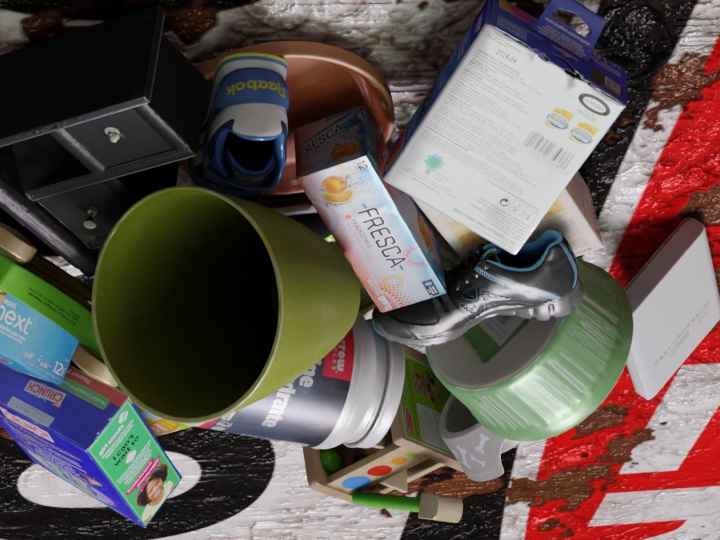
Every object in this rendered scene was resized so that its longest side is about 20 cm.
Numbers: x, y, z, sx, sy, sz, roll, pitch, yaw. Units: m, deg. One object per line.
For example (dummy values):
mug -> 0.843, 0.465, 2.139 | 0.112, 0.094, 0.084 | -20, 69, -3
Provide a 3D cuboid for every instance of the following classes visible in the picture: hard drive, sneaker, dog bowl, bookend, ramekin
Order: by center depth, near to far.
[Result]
bookend -> -0.197, -0.099, 1.405 | 0.198, 0.092, 0.200 | -12, 145, 25
sneaker -> -0.102, -0.094, 1.433 | 0.074, 0.082, 0.200 | -2, 150, -12
sneaker -> -0.080, -0.025, 1.581 | 0.199, 0.083, 0.072 | -2, 180, -19
sneaker -> 0.104, 0.011, 1.600 | 0.199, 0.073, 0.082 | -14, 131, 3
ramekin -> 0.160, 0.059, 1.704 | 0.200, 0.200, 0.098 | -27, 136, 27
hard drive -> 0.323, 0.044, 1.804 | 0.132, 0.026, 0.200 | -48, 149, -10
dog bowl -> 0.163, 0.129, 1.827 | 0.059, 0.200, 0.200 | 43, 129, -12

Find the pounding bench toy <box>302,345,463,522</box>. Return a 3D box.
pounding bench toy -> 0.023, 0.209, 1.898 | 0.156, 0.201, 0.124 | -30, 143, 30

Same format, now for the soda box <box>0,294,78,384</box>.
soda box -> -0.356, 0.039, 1.635 | 0.064, 0.068, 0.200 | 12, 164, 37

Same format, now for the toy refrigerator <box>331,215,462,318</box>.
toy refrigerator -> 0.000, 0.000, 1.680 | 0.200, 0.070, 0.076 | -30, 142, 30

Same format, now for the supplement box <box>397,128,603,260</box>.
supplement box -> 0.132, -0.074, 1.590 | 0.126, 0.074, 0.200 | -19, 147, 16

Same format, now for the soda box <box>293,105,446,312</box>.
soda box -> 0.010, -0.051, 1.517 | 0.068, 0.064, 0.200 | -17, 138, 14

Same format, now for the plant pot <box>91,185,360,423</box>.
plant pot -> -0.090, 0.026, 1.441 | 0.187, 0.188, 0.200 | -28, 167, 28

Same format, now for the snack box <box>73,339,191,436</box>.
snack box -> -0.181, 0.087, 1.777 | 0.168, 0.068, 0.200 | -15, 146, 10

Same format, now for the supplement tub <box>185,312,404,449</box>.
supplement tub -> -0.073, 0.091, 1.620 | 0.199, 0.141, 0.140 | 12, 143, -24

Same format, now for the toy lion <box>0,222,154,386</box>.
toy lion -> -0.266, 0.026, 1.546 | 0.200, 0.069, 0.192 | 33, 180, 7

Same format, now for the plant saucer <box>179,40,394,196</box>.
plant saucer -> -0.071, -0.133, 1.485 | 0.200, 0.032, 0.201 | -6, 148, -4

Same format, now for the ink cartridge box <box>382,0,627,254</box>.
ink cartridge box -> 0.128, -0.131, 1.420 | 0.136, 0.076, 0.200 | 29, 121, -9

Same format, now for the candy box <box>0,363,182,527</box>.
candy box -> -0.295, 0.166, 1.791 | 0.169, 0.077, 0.200 | 26, 159, 24
